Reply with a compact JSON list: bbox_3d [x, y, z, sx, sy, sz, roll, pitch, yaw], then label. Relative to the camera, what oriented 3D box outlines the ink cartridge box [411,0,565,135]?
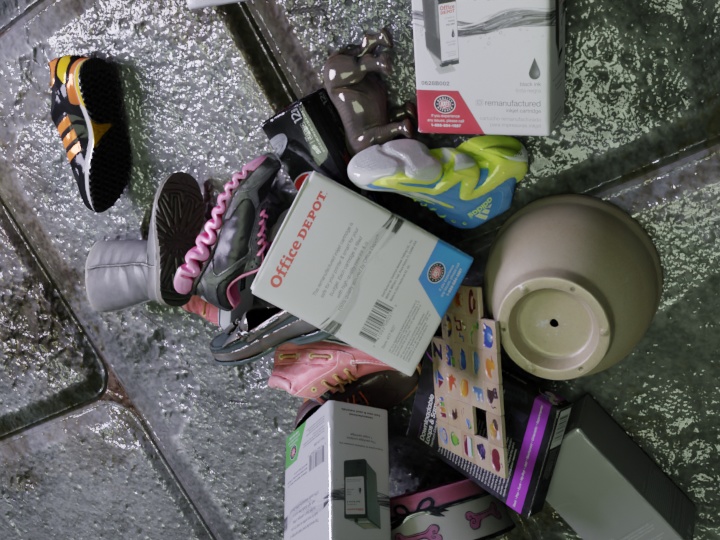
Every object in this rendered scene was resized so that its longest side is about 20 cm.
[{"bbox_3d":[0.130,-0.246,0.969,0.145,0.083,0.202,4,116,22],"label":"ink cartridge box"}]

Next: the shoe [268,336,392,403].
[{"bbox_3d":[-0.023,0.121,1.177,0.198,0.071,0.092,8,79,31],"label":"shoe"}]

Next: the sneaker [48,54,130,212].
[{"bbox_3d":[-0.354,-0.177,1.223,0.089,0.070,0.202,17,120,32],"label":"sneaker"}]

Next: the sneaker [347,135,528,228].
[{"bbox_3d":[0.085,-0.085,1.039,0.197,0.076,0.106,-4,128,-6],"label":"sneaker"}]

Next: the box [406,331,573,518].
[{"bbox_3d":[0.147,0.178,1.135,0.199,0.036,0.145,29,117,38],"label":"box"}]

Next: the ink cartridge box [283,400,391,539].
[{"bbox_3d":[-0.031,0.280,1.150,0.083,0.202,0.146,13,148,-23],"label":"ink cartridge box"}]

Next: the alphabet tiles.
[{"bbox_3d":[0.118,0.116,1.076,0.007,0.167,0.203,-6,94,-20],"label":"alphabet tiles"}]

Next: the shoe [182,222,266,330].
[{"bbox_3d":[-0.180,-0.025,1.211,0.090,0.071,0.202,19,115,22],"label":"shoe"}]

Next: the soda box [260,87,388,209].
[{"bbox_3d":[-0.031,-0.103,1.111,0.063,0.071,0.201,-23,103,29],"label":"soda box"}]

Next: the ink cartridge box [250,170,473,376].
[{"bbox_3d":[0.000,0.000,1.044,0.199,0.084,0.147,29,95,-5],"label":"ink cartridge box"}]

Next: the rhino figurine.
[{"bbox_3d":[0.019,-0.160,1.071,0.087,0.060,0.202,-12,110,23],"label":"rhino figurine"}]

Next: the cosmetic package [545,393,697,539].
[{"bbox_3d":[0.294,0.261,1.140,0.200,0.090,0.107,49,123,-2],"label":"cosmetic package"}]

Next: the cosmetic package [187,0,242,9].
[{"bbox_3d":[-0.083,-0.333,0.996,0.198,0.107,0.091,-5,111,23],"label":"cosmetic package"}]

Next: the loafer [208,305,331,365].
[{"bbox_3d":[-0.110,0.060,1.154,0.198,0.072,0.063,-17,120,30],"label":"loafer"}]

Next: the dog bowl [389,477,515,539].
[{"bbox_3d":[0.089,0.310,1.194,0.199,0.199,0.075,-22,76,29],"label":"dog bowl"}]

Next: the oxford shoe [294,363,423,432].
[{"bbox_3d":[-0.003,0.169,1.227,0.199,0.073,0.071,-31,99,31],"label":"oxford shoe"}]

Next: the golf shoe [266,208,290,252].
[{"bbox_3d":[-0.037,0.014,1.159,0.200,0.092,0.075,41,121,-1],"label":"golf shoe"}]

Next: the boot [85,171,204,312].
[{"bbox_3d":[-0.285,-0.032,1.244,0.199,0.072,0.184,1,81,53],"label":"boot"}]

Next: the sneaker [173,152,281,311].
[{"bbox_3d":[-0.134,-0.040,1.110,0.095,0.079,0.201,33,107,4],"label":"sneaker"}]

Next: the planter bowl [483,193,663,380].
[{"bbox_3d":[0.219,0.036,1.035,0.198,0.135,0.202,9,118,18],"label":"planter bowl"}]
